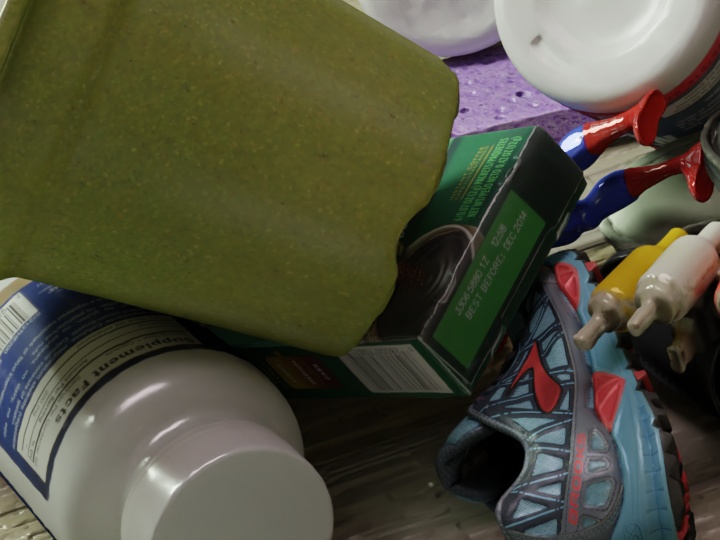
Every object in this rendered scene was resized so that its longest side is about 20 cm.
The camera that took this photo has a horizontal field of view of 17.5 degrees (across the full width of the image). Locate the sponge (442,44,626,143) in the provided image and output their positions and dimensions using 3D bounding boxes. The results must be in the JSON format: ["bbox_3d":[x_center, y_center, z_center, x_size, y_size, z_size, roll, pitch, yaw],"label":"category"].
[{"bbox_3d":[0.084,-0.095,1.330,0.199,0.030,0.112,-12,27,0],"label":"sponge"}]

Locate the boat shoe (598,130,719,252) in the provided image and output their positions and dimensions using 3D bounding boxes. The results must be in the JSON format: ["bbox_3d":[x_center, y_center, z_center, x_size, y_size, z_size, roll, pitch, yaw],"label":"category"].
[{"bbox_3d":[0.215,-0.034,1.131,0.200,0.061,0.072,-13,64,6],"label":"boat shoe"}]

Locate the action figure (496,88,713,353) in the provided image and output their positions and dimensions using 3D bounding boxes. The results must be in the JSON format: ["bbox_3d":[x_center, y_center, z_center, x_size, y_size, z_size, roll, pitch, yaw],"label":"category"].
[{"bbox_3d":[0.066,-0.006,1.105,0.199,0.065,0.099,-23,34,42],"label":"action figure"}]

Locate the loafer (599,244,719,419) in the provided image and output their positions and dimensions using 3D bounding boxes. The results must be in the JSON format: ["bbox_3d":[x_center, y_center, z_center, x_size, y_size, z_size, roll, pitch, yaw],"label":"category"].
[{"bbox_3d":[0.168,0.033,0.997,0.070,0.069,0.200,-1,17,-42],"label":"loafer"}]

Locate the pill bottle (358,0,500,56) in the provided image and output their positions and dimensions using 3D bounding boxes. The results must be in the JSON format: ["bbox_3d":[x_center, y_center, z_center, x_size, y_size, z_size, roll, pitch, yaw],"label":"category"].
[{"bbox_3d":[0.057,-0.202,1.428,0.116,0.117,0.200,-9,14,7],"label":"pill bottle"}]

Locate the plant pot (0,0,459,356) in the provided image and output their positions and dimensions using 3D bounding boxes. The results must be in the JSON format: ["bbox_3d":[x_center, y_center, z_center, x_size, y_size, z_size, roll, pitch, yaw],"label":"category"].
[{"bbox_3d":[-0.066,-0.057,0.959,0.183,0.201,0.201,23,27,-9],"label":"plant pot"}]

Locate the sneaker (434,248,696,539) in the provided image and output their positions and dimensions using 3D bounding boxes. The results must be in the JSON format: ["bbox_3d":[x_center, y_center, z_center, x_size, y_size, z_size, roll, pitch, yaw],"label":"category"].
[{"bbox_3d":[0.073,0.057,0.994,0.095,0.080,0.200,-15,27,-1],"label":"sneaker"}]

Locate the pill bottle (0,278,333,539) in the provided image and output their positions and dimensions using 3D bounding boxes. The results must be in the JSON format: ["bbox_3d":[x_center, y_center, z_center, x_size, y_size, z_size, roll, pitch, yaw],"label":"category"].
[{"bbox_3d":[-0.091,0.073,0.995,0.111,0.112,0.200,-23,29,-20],"label":"pill bottle"}]

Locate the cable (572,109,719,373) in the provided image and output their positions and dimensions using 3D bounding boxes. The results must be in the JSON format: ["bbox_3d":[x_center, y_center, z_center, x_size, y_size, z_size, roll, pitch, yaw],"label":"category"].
[{"bbox_3d":[0.163,-0.025,0.988,0.097,0.051,0.200,-3,36,30],"label":"cable"}]

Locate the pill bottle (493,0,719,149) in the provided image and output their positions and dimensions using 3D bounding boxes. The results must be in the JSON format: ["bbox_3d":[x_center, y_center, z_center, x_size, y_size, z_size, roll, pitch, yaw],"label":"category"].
[{"bbox_3d":[0.161,-0.119,1.167,0.119,0.120,0.200,6,-5,32],"label":"pill bottle"}]

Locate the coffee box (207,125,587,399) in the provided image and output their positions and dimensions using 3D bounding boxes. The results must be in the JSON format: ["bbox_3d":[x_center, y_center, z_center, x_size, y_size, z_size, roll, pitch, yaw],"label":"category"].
[{"bbox_3d":[0.000,0.000,1.072,0.199,0.044,0.123,-4,49,52],"label":"coffee box"}]
